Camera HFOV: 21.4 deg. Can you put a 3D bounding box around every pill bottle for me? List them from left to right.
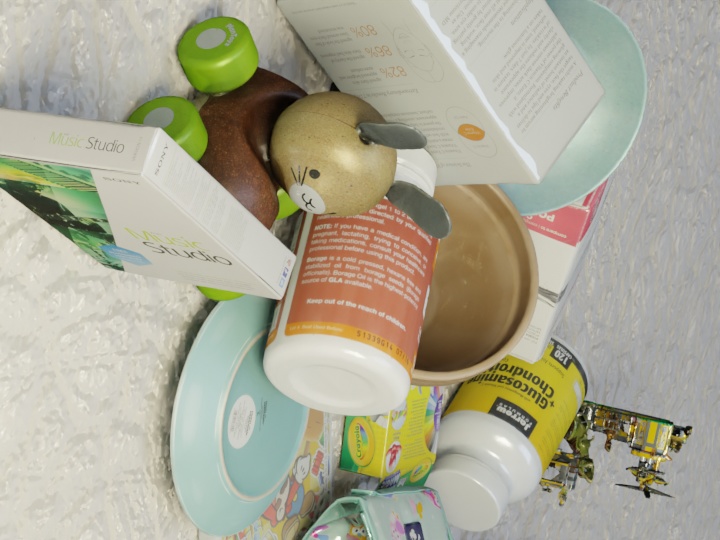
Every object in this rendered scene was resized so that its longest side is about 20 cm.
[{"bbox_3d":[0.000,0.000,1.451,0.112,0.112,0.200,58,39,-53],"label":"pill bottle"},{"bbox_3d":[0.138,0.154,1.852,0.200,0.112,0.112,-55,144,-41],"label":"pill bottle"}]

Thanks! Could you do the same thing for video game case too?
[{"bbox_3d":[-0.074,0.154,1.537,0.182,0.023,0.200,-29,125,-57],"label":"video game case"}]

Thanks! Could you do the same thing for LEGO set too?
[{"bbox_3d":[0.240,0.199,2.006,0.154,0.200,0.116,15,88,-84],"label":"LEGO set"}]

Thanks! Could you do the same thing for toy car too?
[{"bbox_3d":[-0.035,-0.068,1.337,0.158,0.200,0.164,-62,148,-32],"label":"toy car"}]

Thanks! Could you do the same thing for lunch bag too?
[{"bbox_3d":[0.005,0.277,1.611,0.170,0.122,0.200,7,102,-63],"label":"lunch bag"}]

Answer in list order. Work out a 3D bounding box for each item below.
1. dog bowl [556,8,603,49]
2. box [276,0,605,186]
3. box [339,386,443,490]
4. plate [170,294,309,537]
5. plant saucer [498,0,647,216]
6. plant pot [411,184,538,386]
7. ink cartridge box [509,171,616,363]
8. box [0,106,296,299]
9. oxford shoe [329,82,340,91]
[{"bbox_3d":[0.157,-0.263,1.699,0.200,0.059,0.200,56,15,-23],"label":"dog bowl"},{"bbox_3d":[0.062,-0.170,1.462,0.106,0.152,0.200,-52,120,-26],"label":"box"},{"bbox_3d":[0.034,0.104,1.706,0.117,0.048,0.200,-3,100,-63],"label":"box"},{"bbox_3d":[-0.081,0.107,1.459,0.200,0.026,0.200,-31,126,-56],"label":"plate"},{"bbox_3d":[0.146,-0.145,1.627,0.201,0.039,0.201,-8,118,-16],"label":"plant saucer"},{"bbox_3d":[0.040,0.007,1.582,0.201,0.201,0.093,-65,-170,-26],"label":"plant pot"},{"bbox_3d":[0.173,-0.036,1.784,0.146,0.085,0.200,-58,165,-47],"label":"ink cartridge box"},{"bbox_3d":[-0.145,-0.041,1.195,0.200,0.144,0.036,46,57,-57],"label":"box"},{"bbox_3d":[0.043,-0.182,1.603,0.200,0.073,0.084,-54,148,-20],"label":"oxford shoe"}]
